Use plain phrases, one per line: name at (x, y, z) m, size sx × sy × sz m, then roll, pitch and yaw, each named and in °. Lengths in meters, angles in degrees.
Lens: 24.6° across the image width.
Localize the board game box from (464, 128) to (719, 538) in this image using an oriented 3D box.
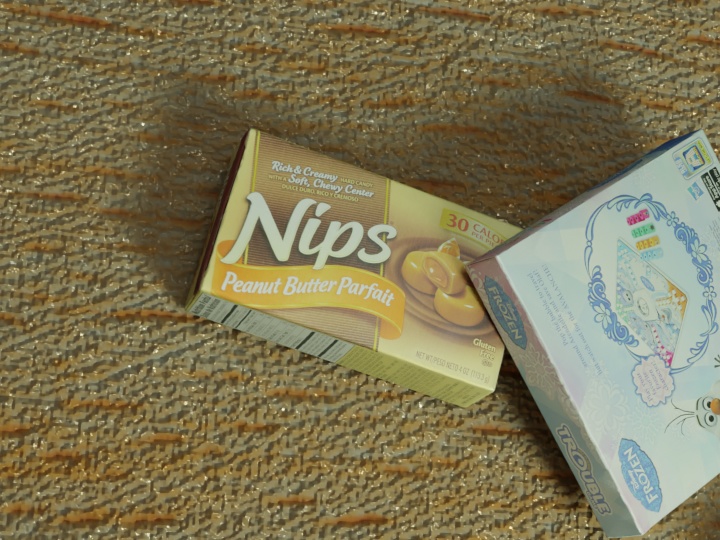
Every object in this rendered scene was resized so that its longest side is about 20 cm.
board game box at (0.192, 0.038, 1.082) m, size 0.199 × 0.043 × 0.200 m, roll -30°, pitch 95°, yaw -31°

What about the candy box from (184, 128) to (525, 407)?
candy box at (0.000, 0.000, 1.061) m, size 0.200 × 0.055 × 0.116 m, roll 19°, pitch 68°, yaw -10°
